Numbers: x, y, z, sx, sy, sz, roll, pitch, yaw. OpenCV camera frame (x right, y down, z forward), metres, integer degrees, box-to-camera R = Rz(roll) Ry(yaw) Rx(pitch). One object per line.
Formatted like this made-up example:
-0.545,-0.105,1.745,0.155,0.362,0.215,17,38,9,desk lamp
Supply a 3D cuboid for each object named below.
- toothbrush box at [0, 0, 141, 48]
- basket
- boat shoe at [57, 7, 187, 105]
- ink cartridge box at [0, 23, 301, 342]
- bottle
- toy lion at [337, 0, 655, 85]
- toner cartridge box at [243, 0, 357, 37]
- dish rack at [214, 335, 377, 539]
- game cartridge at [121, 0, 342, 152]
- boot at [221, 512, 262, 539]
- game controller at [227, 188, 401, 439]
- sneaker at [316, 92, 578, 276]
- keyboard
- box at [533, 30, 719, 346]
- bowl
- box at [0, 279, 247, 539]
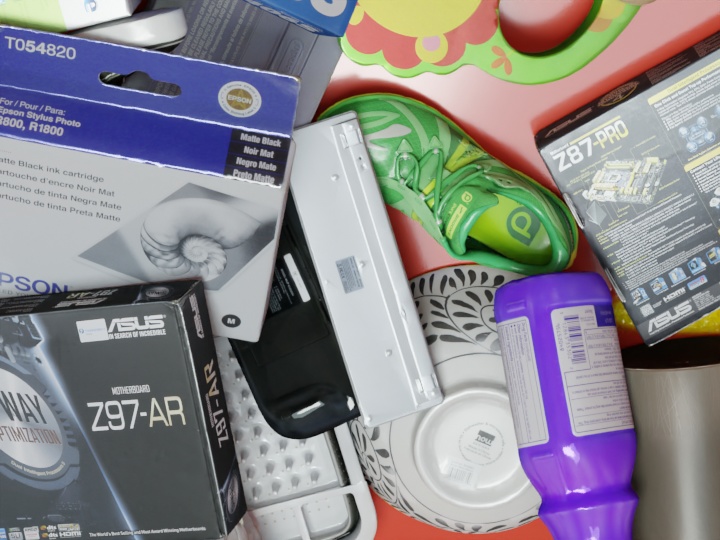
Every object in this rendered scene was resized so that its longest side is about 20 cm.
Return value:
-0.238,-0.187,1.274,0.199,0.146,0.087,-12,106,6,toothbrush box
0.230,0.153,1.371,0.135,0.180,0.201,-4,97,21,basket
-0.181,-0.114,1.274,0.199,0.071,0.064,-15,98,36,boat shoe
-0.144,-0.049,1.254,0.198,0.041,0.201,9,134,-1,ink cartridge box
0.138,0.103,1.306,0.065,0.083,0.201,-15,81,41,bottle
0.070,-0.194,1.293,0.200,0.069,0.192,43,95,-12,toy lion
-0.083,-0.220,1.197,0.199,0.043,0.096,22,88,-26,toner cartridge box
-0.090,0.122,1.420,0.171,0.044,0.201,-15,106,7,dish rack
-0.080,-0.145,1.316,0.129,0.038,0.201,25,88,-4,game cartridge
-0.116,0.157,1.372,0.073,0.096,0.201,-20,71,13,boot
-0.049,0.009,1.356,0.104,0.042,0.201,-25,83,12,game controller
0.059,-0.056,1.340,0.199,0.084,0.074,25,104,-8,sneaker
0.000,0.000,1.316,0.056,0.011,0.201,-17,95,-2,keyboard
0.239,-0.066,1.353,0.199,0.049,0.162,-30,106,10,box
0.079,0.105,1.385,0.199,0.094,0.202,0,106,2,bowl
-0.183,0.095,1.295,0.199,0.044,0.161,-5,106,17,box
